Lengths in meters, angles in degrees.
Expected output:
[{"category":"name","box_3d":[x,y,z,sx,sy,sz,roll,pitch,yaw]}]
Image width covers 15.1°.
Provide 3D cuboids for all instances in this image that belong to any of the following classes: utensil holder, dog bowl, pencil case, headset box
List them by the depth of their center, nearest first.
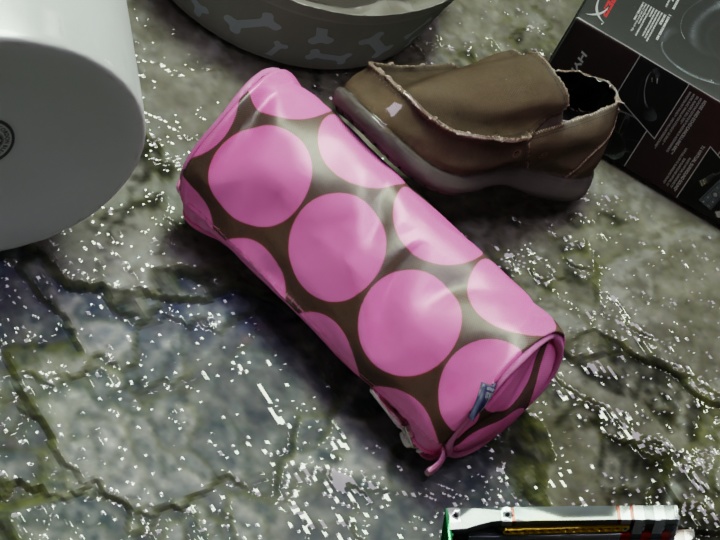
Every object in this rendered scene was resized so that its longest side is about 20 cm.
[{"category":"utensil holder","box_3d":[-0.188,-0.131,1.245,0.169,0.170,0.201,2,53,-25]},{"category":"pencil case","box_3d":[0.000,0.000,1.286,0.094,0.091,0.200,-46,74,0]},{"category":"dog bowl","box_3d":[-0.032,-0.190,1.450,0.199,0.059,0.201,14,47,-16]},{"category":"headset box","box_3d":[0.210,-0.103,1.483,0.199,0.077,0.149,31,45,0]}]

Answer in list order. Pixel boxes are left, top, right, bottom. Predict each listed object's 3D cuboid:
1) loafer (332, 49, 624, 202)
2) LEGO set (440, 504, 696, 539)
[{"category":"loafer","box_3d":[0.061,-0.084,1.352,0.073,0.071,0.200,43,22,27]},{"category":"LEGO set","box_3d":[0.092,0.189,1.115,0.115,0.154,0.201,0,42,-5]}]
